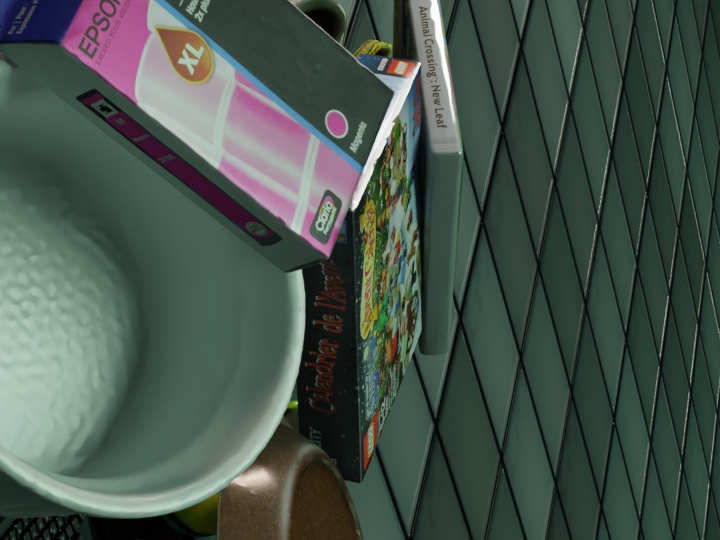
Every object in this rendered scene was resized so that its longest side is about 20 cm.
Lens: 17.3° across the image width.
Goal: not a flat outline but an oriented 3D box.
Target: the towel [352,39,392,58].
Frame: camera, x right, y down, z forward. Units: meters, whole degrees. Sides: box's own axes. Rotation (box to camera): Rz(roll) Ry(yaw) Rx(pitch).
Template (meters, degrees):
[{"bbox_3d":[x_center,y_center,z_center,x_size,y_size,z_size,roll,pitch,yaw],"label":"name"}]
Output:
[{"bbox_3d":[0.001,-0.087,1.436,0.200,0.018,0.086,-62,153,-77],"label":"towel"}]

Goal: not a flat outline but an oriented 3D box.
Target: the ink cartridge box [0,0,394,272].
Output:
[{"bbox_3d":[-0.076,-0.093,0.984,0.200,0.037,0.095,37,56,-26],"label":"ink cartridge box"}]

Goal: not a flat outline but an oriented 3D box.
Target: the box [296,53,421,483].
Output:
[{"bbox_3d":[0.000,0.000,1.321,0.137,0.038,0.200,-67,162,-47],"label":"box"}]

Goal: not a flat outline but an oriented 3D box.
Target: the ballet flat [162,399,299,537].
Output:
[{"bbox_3d":[-0.060,0.103,1.358,0.067,0.067,0.200,57,15,7],"label":"ballet flat"}]

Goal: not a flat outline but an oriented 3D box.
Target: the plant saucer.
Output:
[{"bbox_3d":[-0.028,0.174,1.255,0.200,0.034,0.200,-10,90,-76],"label":"plant saucer"}]

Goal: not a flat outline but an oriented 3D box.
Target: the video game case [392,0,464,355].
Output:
[{"bbox_3d":[0.039,-0.078,1.445,0.200,0.022,0.182,90,-6,-54],"label":"video game case"}]

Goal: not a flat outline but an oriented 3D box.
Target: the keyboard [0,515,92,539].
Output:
[{"bbox_3d":[-0.166,0.167,1.100,0.200,0.021,0.127,-55,138,-62],"label":"keyboard"}]

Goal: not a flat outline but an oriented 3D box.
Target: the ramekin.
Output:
[{"bbox_3d":[-0.130,0.010,0.996,0.200,0.098,0.201,13,71,-40],"label":"ramekin"}]

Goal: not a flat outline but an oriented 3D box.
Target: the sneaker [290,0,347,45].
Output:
[{"bbox_3d":[-0.061,-0.088,1.340,0.074,0.079,0.200,39,46,-22],"label":"sneaker"}]

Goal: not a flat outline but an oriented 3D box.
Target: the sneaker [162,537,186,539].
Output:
[{"bbox_3d":[-0.060,0.234,1.326,0.075,0.078,0.200,-73,153,-47],"label":"sneaker"}]
